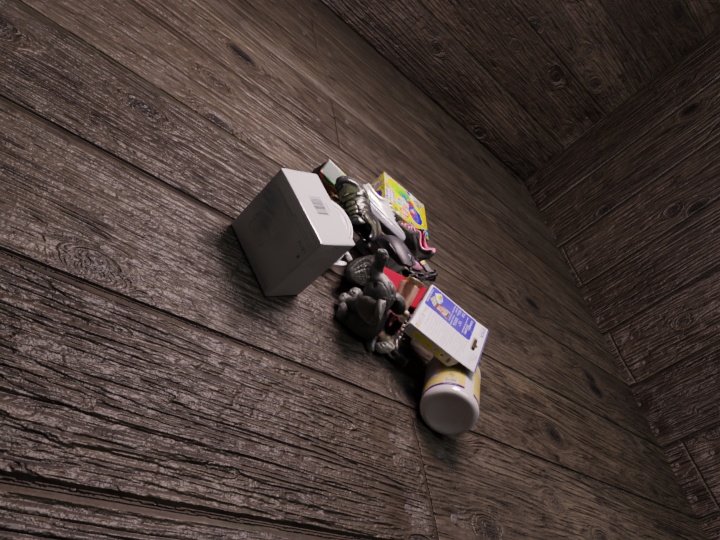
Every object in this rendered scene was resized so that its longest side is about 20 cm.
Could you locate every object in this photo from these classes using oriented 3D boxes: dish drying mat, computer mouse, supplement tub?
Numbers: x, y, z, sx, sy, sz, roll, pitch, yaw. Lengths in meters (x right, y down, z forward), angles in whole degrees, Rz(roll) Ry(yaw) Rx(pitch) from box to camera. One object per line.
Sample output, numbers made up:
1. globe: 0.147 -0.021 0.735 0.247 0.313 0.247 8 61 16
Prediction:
1. dish drying mat: 0.112 0.053 1.520 0.199 0.018 0.077 27 54 -32
2. computer mouse: 0.136 -0.043 1.598 0.140 0.046 0.200 3 37 -50
3. supplement tub: 0.230 0.296 1.451 0.145 0.145 0.200 45 28 -11

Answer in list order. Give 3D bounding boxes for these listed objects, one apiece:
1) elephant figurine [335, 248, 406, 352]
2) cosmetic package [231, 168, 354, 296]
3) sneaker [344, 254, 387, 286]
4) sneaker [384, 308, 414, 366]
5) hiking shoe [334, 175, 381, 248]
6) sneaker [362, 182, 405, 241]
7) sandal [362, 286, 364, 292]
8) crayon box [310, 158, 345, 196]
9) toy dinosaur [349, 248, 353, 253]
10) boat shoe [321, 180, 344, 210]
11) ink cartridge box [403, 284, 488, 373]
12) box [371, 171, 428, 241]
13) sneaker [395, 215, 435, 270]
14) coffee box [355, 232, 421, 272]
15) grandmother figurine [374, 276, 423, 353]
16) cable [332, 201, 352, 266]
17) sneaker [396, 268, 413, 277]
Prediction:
1. elephant figurine: 0.037 0.072 1.355 0.155 0.200 0.142 33 52 -18
2. cosmetic package: -0.154 -0.080 1.272 0.122 0.200 0.200 -2 57 -53
3. sneaker: 0.000 0.000 1.517 0.200 0.090 0.077 -15 101 -64
4. sneaker: 0.110 0.154 1.504 0.080 0.086 0.201 33 33 -27
5. hiking shoe: -0.007 -0.160 1.531 0.201 0.075 0.101 58 20 -13
6. sneaker: 0.066 -0.165 1.617 0.200 0.071 0.073 45 -13 -17
7. sandal: 0.042 0.052 1.558 0.079 0.054 0.200 -2 29 -3
8. crayon box: -0.054 -0.225 1.672 0.200 0.127 0.051 41 71 -16
9. toy dinosaur: -0.068 -0.074 1.558 0.088 0.048 0.200 38 27 8
10. boat shoe: -0.083 -0.173 1.582 0.075 0.072 0.200 -11 52 -46
11. ink cartridge box: 0.224 0.154 1.475 0.200 0.047 0.198 41 35 0
12. box: 0.106 -0.174 1.851 0.192 0.122 0.201 35 32 -25
13. sneaker: 0.147 -0.104 1.685 0.201 0.095 0.079 55 30 10
14. coffee box: 0.088 -0.044 1.713 0.200 0.080 0.114 47 28 -7
15. grandmother figurine: 0.090 0.115 1.437 0.060 0.201 0.121 25 -7 3
16. cable: -0.116 -0.107 1.453 0.199 0.069 0.201 -2 59 -33
17. sneaker: 0.156 0.078 1.616 0.200 0.118 0.074 40 47 -14
